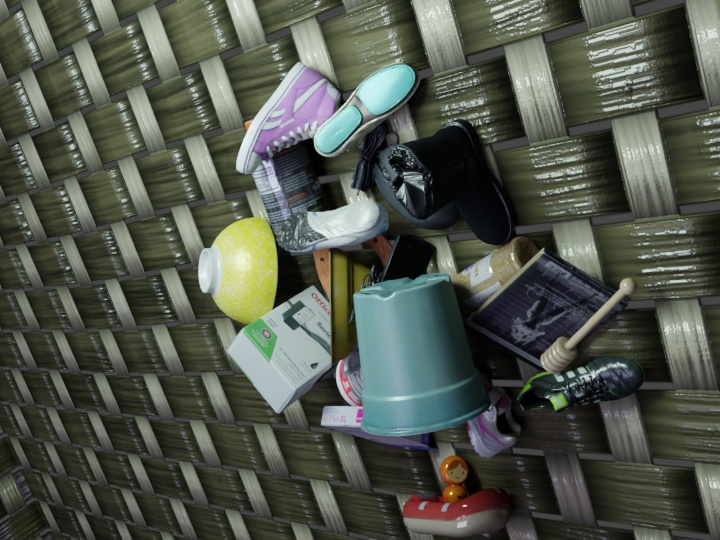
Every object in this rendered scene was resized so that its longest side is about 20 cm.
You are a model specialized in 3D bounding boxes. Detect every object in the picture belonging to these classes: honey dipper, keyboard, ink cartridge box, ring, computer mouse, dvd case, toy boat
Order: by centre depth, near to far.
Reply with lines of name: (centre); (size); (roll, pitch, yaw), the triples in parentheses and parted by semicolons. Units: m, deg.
honey dipper: (0.320, 0.078, 1.193); (0.038, 0.038, 0.201); (46, 136, 12)
dvd case: (0.263, 0.062, 1.234); (0.147, 0.016, 0.200); (29, 135, -11)
computer mouse: (0.063, -0.129, 1.328); (0.199, 0.053, 0.140); (38, 132, 20)
keyboard: (0.039, 0.035, 1.352); (0.039, 0.103, 0.203); (18, 86, 58)
ring: (0.000, 0.000, 1.482); (0.199, 0.019, 0.203); (22, 127, 33)
toy boat: (0.167, 0.391, 1.496); (0.198, 0.129, 0.133); (-12, 76, 45)
ink cartridge box: (0.039, 0.281, 1.524); (0.118, 0.199, 0.043); (-6, 64, 43)
ink cartridge box: (-0.114, 0.136, 1.531); (0.147, 0.199, 0.083); (47, 132, 10)

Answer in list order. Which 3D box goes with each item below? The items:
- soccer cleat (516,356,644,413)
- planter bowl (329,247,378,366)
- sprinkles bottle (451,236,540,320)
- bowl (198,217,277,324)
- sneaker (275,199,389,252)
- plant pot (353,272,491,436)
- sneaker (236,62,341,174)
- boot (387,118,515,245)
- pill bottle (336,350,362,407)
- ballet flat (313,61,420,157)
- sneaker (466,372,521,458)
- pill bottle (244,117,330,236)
soccer cleat: (0.318, 0.174, 1.246); (0.199, 0.081, 0.068); (-20, 99, 46)
planter bowl: (-0.010, 0.055, 1.417); (0.082, 0.201, 0.203); (-2, 119, -1)
sprinkles bottle: (0.185, 0.019, 1.289); (0.199, 0.068, 0.069); (-34, 89, 46)
bowl: (-0.234, 0.001, 1.567); (0.199, 0.106, 0.204); (-5, 84, 63)
sneaker: (-0.045, -0.063, 1.369); (0.197, 0.072, 0.073); (-10, 66, 25)
plant pot: (0.077, 0.115, 1.262); (0.198, 0.199, 0.199); (-7, 97, 44)
sneaker: (-0.105, -0.218, 1.346); (0.114, 0.202, 0.073); (34, 177, 3)
boot: (0.125, -0.102, 1.203); (0.076, 0.168, 0.202); (-15, 103, 45)
pill bottle: (0.052, 0.156, 1.455); (0.111, 0.110, 0.200); (54, 137, 3)
ballet flat: (0.011, -0.245, 1.296); (0.199, 0.062, 0.068); (-34, 84, 20)
sneaker: (0.196, 0.205, 1.383); (0.088, 0.081, 0.201); (-24, 104, 45)
pill bottle: (-0.128, -0.166, 1.441); (0.105, 0.106, 0.203); (-7, 108, 43)
